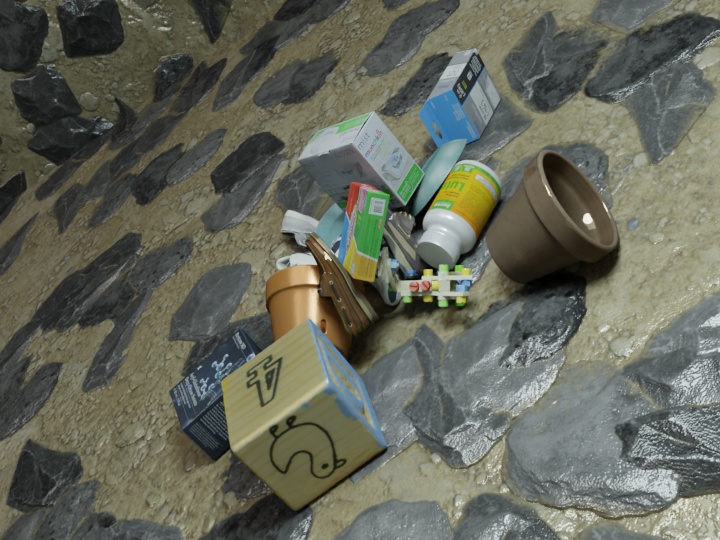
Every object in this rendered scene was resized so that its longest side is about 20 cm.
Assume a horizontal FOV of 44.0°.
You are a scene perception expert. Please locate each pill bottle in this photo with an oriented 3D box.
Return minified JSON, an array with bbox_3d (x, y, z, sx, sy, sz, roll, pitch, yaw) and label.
[{"bbox_3d":[0.187,-0.104,1.718,0.110,0.112,0.202,1,50,46],"label":"pill bottle"}]

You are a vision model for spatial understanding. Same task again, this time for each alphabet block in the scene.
[{"bbox_3d":[-0.100,0.244,1.523,0.198,0.196,0.197,-36,31,7],"label":"alphabet block"}]

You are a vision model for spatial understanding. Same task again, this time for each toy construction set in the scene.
[{"bbox_3d":[0.113,0.022,1.614,0.196,0.131,0.094,15,95,18],"label":"toy construction set"}]

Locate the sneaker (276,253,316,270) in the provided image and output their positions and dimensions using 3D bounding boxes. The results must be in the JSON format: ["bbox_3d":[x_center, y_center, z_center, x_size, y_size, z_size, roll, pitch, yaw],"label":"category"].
[{"bbox_3d":[-0.108,0.003,1.900,0.199,0.079,0.078,10,94,59],"label":"sneaker"}]

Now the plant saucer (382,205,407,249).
[{"bbox_3d":[0.025,-0.075,1.907,0.197,0.050,0.202,-27,36,21],"label":"plant saucer"}]

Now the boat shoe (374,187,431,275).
[{"bbox_3d":[0.076,-0.079,1.752,0.072,0.203,0.074,-29,1,1],"label":"boat shoe"}]

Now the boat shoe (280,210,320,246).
[{"bbox_3d":[-0.127,-0.089,2.071,0.198,0.071,0.070,22,87,47],"label":"boat shoe"}]

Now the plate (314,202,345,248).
[{"bbox_3d":[-0.015,-0.105,1.915,0.197,0.026,0.202,-27,34,20],"label":"plate"}]

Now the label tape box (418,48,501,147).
[{"bbox_3d":[0.223,-0.364,1.964,0.062,0.145,0.202,2,51,43],"label":"label tape box"}]

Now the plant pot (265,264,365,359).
[{"bbox_3d":[-0.091,0.100,1.703,0.197,0.199,0.143,-17,54,31],"label":"plant pot"}]

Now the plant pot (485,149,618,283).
[{"bbox_3d":[0.307,-0.072,1.510,0.174,0.199,0.203,-39,28,33],"label":"plant pot"}]

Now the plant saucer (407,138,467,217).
[{"bbox_3d":[0.149,-0.202,1.855,0.203,0.038,0.201,-55,6,9],"label":"plant saucer"}]

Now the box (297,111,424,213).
[{"bbox_3d":[-0.002,-0.210,1.816,0.198,0.177,0.098,-7,43,53],"label":"box"}]

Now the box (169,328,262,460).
[{"bbox_3d":[-0.264,0.244,1.769,0.199,0.108,0.148,-41,32,-3],"label":"box"}]

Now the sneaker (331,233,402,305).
[{"bbox_3d":[0.000,0.000,1.777,0.128,0.079,0.202,-31,71,22],"label":"sneaker"}]

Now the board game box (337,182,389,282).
[{"bbox_3d":[0.003,-0.075,1.630,0.200,0.039,0.157,-135,55,-76],"label":"board game box"}]

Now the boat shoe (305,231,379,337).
[{"bbox_3d":[-0.048,0.026,1.603,0.067,0.202,0.072,-35,-9,-2],"label":"boat shoe"}]
